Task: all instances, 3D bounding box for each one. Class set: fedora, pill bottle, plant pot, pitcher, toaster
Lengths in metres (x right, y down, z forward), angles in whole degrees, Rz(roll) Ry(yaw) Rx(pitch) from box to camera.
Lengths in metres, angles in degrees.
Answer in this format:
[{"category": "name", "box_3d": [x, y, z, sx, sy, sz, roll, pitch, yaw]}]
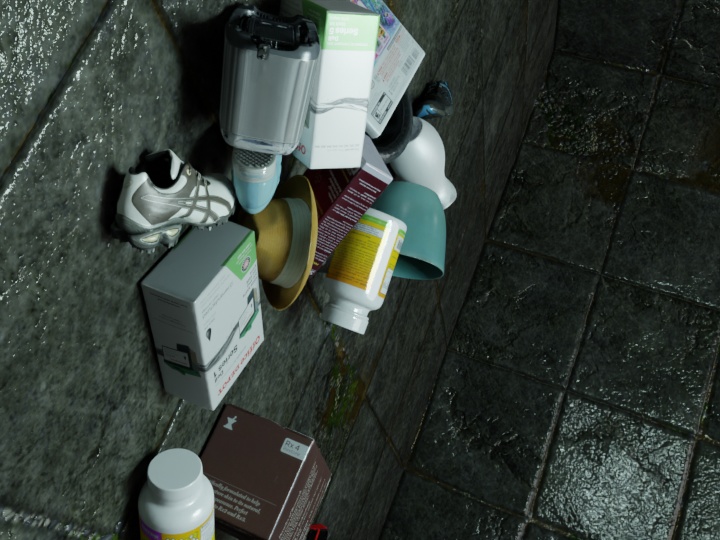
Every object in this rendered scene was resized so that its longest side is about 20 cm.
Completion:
[{"category": "fedora", "box_3d": [-0.127, -0.043, 1.076, 0.200, 0.080, 0.206, -28, -122, 58]}, {"category": "fedora", "box_3d": [-0.007, -0.253, 1.255, 0.091, 0.200, 0.203, -26, -150, 53]}, {"category": "pill bottle", "box_3d": [-0.253, 0.346, 1.082, 0.104, 0.102, 0.204, -49, 150, -53]}, {"category": "pill bottle", "box_3d": [0.000, 0.000, 1.356, 0.111, 0.109, 0.205, 32, 76, -72]}, {"category": "plant pot", "box_3d": [0.091, -0.087, 1.636, 0.201, 0.195, 0.165, 51, 50, -70]}, {"category": "pitcher", "box_3d": [0.117, -0.243, 1.702, 0.121, 0.172, 0.201, -40, 137, -6]}, {"category": "toaster", "box_3d": [-0.108, -0.223, 0.919, 0.201, 0.111, 0.132, -102, -158, -60]}]

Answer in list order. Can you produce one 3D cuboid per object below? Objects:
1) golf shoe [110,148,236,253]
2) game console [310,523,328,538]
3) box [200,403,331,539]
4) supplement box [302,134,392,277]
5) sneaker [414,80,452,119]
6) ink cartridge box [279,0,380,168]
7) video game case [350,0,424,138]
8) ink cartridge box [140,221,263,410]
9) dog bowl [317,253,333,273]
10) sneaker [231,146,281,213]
[{"category": "golf shoe", "box_3d": [-0.198, -0.093, 0.886, 0.200, 0.076, 0.097, -44, 147, -60]}, {"category": "game console", "box_3d": [-0.144, 0.730, 1.937, 0.177, 0.030, 0.204, 43, 65, -67]}, {"category": "box", "box_3d": [-0.161, 0.350, 1.275, 0.201, 0.162, 0.167, 75, 37, -60]}, {"category": "supplement box", "box_3d": [-0.049, -0.102, 1.152, 0.060, 0.110, 0.201, 22, 118, -38]}, {"category": "sneaker", "box_3d": [0.166, -0.394, 1.810, 0.200, 0.071, 0.084, -43, 130, -69]}, {"category": "ink cartridge box", "box_3d": [-0.053, -0.256, 1.054, 0.082, 0.145, 0.205, -6, 119, -29]}, {"category": "video game case", "box_3d": [0.004, -0.336, 1.204, 0.182, 0.023, 0.202, 44, 55, -24]}, {"category": "ink cartridge box", "box_3d": [-0.197, 0.057, 1.018, 0.147, 0.083, 0.203, -56, 156, -42]}, {"category": "dog bowl", "box_3d": [-0.052, -0.089, 1.390, 0.200, 0.057, 0.205, 18, 89, -73]}, {"category": "sneaker", "box_3d": [-0.133, -0.145, 1.004, 0.202, 0.072, 0.083, -83, -177, -54]}]
